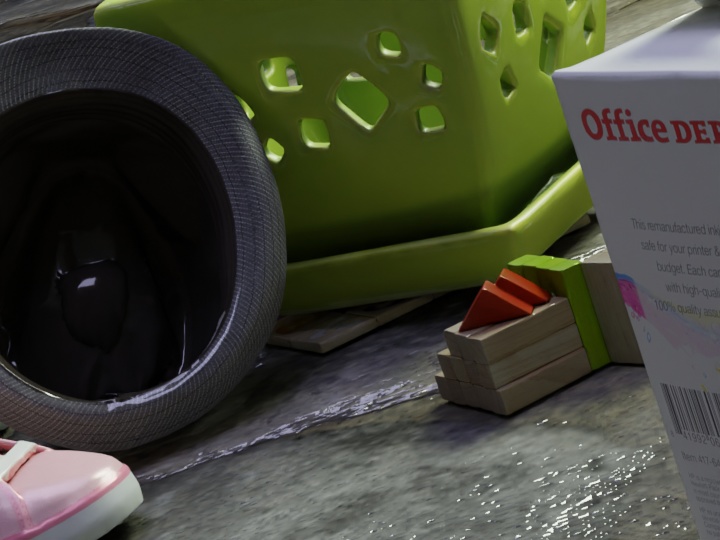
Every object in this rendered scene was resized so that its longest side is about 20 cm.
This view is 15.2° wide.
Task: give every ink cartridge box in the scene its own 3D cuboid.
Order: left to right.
[{"bbox_3d":[0.161,-0.015,0.834,0.125,0.200,0.128,-25,15,-24],"label":"ink cartridge box"}]

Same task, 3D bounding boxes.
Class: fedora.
[{"bbox_3d":[-0.126,-0.005,1.272,0.176,0.201,0.090,-13,-17,-11],"label":"fedora"}]

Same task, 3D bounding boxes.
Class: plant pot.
[{"bbox_3d":[0.017,-0.091,1.343,0.199,0.182,0.200,-10,17,30],"label":"plant pot"}]

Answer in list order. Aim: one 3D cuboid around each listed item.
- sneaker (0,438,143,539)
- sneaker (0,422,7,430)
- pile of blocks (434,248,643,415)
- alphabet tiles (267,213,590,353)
[{"bbox_3d":[-0.197,0.084,1.141,0.200,0.105,0.075,-13,13,19],"label":"sneaker"},{"bbox_3d":[-0.241,0.070,1.282,0.118,0.074,0.200,-12,-2,4],"label":"sneaker"},{"bbox_3d":[0.121,-0.003,1.140,0.199,0.062,0.082,-19,14,0],"label":"pile of blocks"},{"bbox_3d":[0.000,0.000,1.411,0.167,0.008,0.200,-26,16,-26],"label":"alphabet tiles"}]
